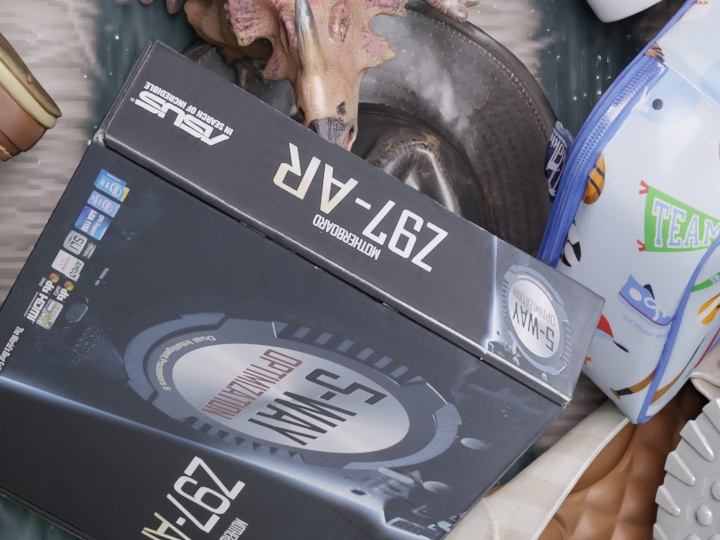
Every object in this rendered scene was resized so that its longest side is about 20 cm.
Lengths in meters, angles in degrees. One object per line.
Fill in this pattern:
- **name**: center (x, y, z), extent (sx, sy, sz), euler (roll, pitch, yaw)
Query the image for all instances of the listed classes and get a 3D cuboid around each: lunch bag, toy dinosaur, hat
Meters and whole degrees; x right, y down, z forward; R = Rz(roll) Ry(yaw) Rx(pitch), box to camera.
- **lunch bag**: center (0.132, -0.045, 0.875), extent (0.076, 0.160, 0.200), euler (40, 65, 15)
- **toy dinosaur**: center (-0.041, -0.121, 0.835), extent (0.086, 0.136, 0.200), euler (-46, 73, -1)
- **hat**: center (0.000, 0.000, 0.895), extent (0.200, 0.081, 0.202), euler (-1, 93, -13)

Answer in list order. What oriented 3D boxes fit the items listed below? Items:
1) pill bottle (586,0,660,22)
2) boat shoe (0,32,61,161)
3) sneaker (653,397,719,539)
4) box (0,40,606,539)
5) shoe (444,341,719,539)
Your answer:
- **pill bottle**: center (0.059, -0.187, 0.882), extent (0.111, 0.111, 0.200), euler (-35, 100, -9)
- **boat shoe**: center (-0.191, -0.097, 0.851), extent (0.200, 0.072, 0.068), euler (37, 90, -7)
- **sneaker**: center (0.170, 0.047, 0.872), extent (0.080, 0.200, 0.076), euler (-16, 54, -44)
- **box**: center (-0.037, 0.035, 0.820), extent (0.160, 0.200, 0.044), euler (30, 51, -7)
- **shoe**: center (0.111, 0.072, 0.937), extent (0.200, 0.053, 0.070), euler (-35, 103, -14)
